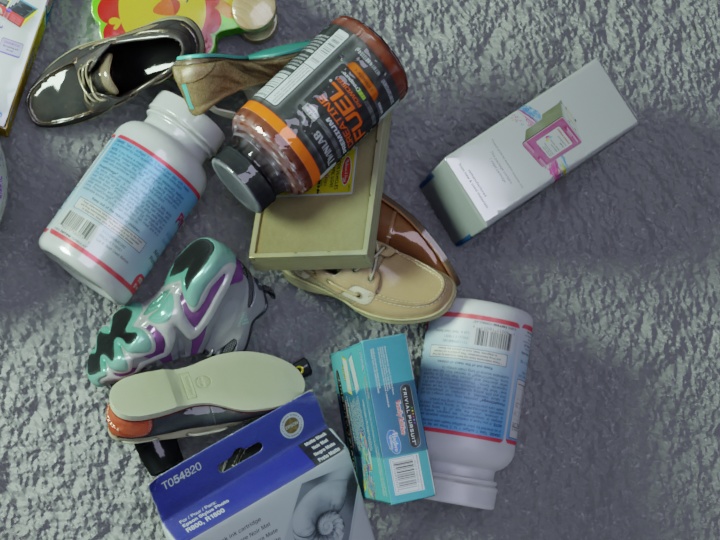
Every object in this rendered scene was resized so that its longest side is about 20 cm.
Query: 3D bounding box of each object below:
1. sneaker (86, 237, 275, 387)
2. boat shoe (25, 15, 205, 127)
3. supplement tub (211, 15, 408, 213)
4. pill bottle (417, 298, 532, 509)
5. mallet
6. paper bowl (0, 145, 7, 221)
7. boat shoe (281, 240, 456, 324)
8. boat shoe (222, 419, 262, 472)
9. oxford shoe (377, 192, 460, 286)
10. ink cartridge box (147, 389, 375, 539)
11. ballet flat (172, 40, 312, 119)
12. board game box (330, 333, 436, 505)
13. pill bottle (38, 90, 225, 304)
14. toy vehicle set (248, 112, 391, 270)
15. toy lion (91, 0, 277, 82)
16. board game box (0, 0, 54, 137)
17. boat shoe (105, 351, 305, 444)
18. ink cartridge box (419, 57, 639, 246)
[{"bbox_3d":[-0.170,0.073,1.464,0.199,0.078,0.140,-39,127,16],"label":"sneaker"},{"bbox_3d":[-0.254,-0.202,1.454,0.198,0.073,0.075,-26,97,10],"label":"boat shoe"},{"bbox_3d":[-0.053,-0.149,1.425,0.107,0.107,0.200,45,78,-2],"label":"supplement tub"},{"bbox_3d":[0.110,0.136,1.476,0.107,0.109,0.203,11,82,-8],"label":"pill bottle"},{"bbox_3d":[-0.137,0.149,1.479,0.198,0.041,0.067,-18,86,-15],"label":"mallet"},{"bbox_3d":[-0.443,-0.086,1.408,0.198,0.104,0.204,0,92,-7],"label":"paper bowl"},{"bbox_3d":[0.000,0.000,1.458,0.198,0.065,0.072,13,62,22],"label":"boat shoe"},{"bbox_3d":[-0.122,0.236,1.457,0.073,0.060,0.201,34,79,-5],"label":"boat shoe"},{"bbox_3d":[0.021,-0.041,1.513,0.200,0.071,0.071,43,82,8],"label":"oxford shoe"},{"bbox_3d":[-0.088,0.249,1.413,0.198,0.040,0.202,-28,115,-23],"label":"ink cartridge box"},{"bbox_3d":[-0.108,-0.189,1.466,0.199,0.067,0.073,-18,105,-50],"label":"ballet flat"},{"bbox_3d":[0.019,0.146,1.420,0.046,0.200,0.153,-9,85,-10],"label":"board game box"},{"bbox_3d":[-0.224,-0.076,1.451,0.108,0.109,0.201,35,79,-4],"label":"pill bottle"},{"bbox_3d":[-0.039,-0.095,1.468,0.123,0.027,0.202,-1,61,15],"label":"toy vehicle set"},{"bbox_3d":[-0.189,-0.302,1.511,0.189,0.069,0.203,-10,86,-3],"label":"toy lion"},{"bbox_3d":[-0.400,-0.257,1.476,0.151,0.040,0.202,19,81,-7],"label":"board game box"},{"bbox_3d":[-0.153,0.131,1.431,0.197,0.063,0.072,-8,51,-19],"label":"boat shoe"},{"bbox_3d":[0.173,-0.121,1.505,0.199,0.145,0.085,-32,88,-11],"label":"ink cartridge box"}]
